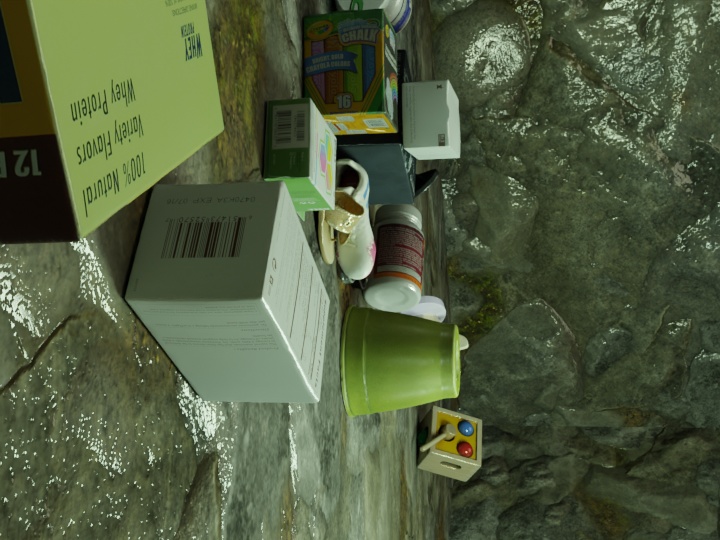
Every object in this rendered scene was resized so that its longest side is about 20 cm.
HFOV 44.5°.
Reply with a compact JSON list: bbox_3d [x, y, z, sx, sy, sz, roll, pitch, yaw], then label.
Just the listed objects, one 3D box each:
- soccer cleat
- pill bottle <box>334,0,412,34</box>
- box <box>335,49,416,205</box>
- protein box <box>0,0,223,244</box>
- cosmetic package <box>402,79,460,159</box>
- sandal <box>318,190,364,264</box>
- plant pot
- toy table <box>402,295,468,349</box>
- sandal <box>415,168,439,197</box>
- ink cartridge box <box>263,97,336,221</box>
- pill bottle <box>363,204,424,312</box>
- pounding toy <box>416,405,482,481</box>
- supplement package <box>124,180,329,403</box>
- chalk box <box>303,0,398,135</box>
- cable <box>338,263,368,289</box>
[{"bbox_3d":[-0.020,-0.087,1.425,0.086,0.070,0.200,45,38,-65],"label":"soccer cleat"},{"bbox_3d":[0.019,-0.468,1.511,0.200,0.120,0.120,-35,123,-77],"label":"pill bottle"},{"bbox_3d":[0.030,-0.248,1.548,0.200,0.124,0.197,68,25,-63],"label":"box"},{"bbox_3d":[-0.168,-0.137,0.406,0.199,0.135,0.200,-68,155,-66],"label":"protein box"},{"bbox_3d":[0.123,-0.252,1.498,0.200,0.081,0.113,-1,89,-78],"label":"cosmetic package"},{"bbox_3d":[-0.030,-0.095,1.338,0.078,0.070,0.212,-78,164,-51],"label":"sandal"},{"bbox_3d":[0.078,0.160,1.558,0.200,0.193,0.201,-1,90,-79],"label":"plant pot"},{"bbox_3d":[0.148,0.149,2.057,0.200,0.184,0.117,43,29,-64],"label":"toy table"},{"bbox_3d":[0.068,-0.165,1.668,0.075,0.200,0.045,-50,116,-29],"label":"sandal"},{"bbox_3d":[-0.069,-0.139,1.153,0.200,0.059,0.104,49,40,-74],"label":"ink cartridge box"},{"bbox_3d":[0.069,-0.029,1.747,0.114,0.114,0.200,74,19,-55],"label":"pill bottle"},{"bbox_3d":[0.241,0.487,2.492,0.142,0.200,0.184,119,-15,-46],"label":"pounding toy"},{"bbox_3d":[-0.106,0.026,0.777,0.200,0.117,0.117,74,18,-56],"label":"supplement package"},{"bbox_3d":[-0.013,-0.313,1.313,0.125,0.124,0.200,25,64,-78],"label":"chalk box"},{"bbox_3d":[0.000,0.000,1.543,0.200,0.050,0.097,67,28,-62],"label":"cable"}]
